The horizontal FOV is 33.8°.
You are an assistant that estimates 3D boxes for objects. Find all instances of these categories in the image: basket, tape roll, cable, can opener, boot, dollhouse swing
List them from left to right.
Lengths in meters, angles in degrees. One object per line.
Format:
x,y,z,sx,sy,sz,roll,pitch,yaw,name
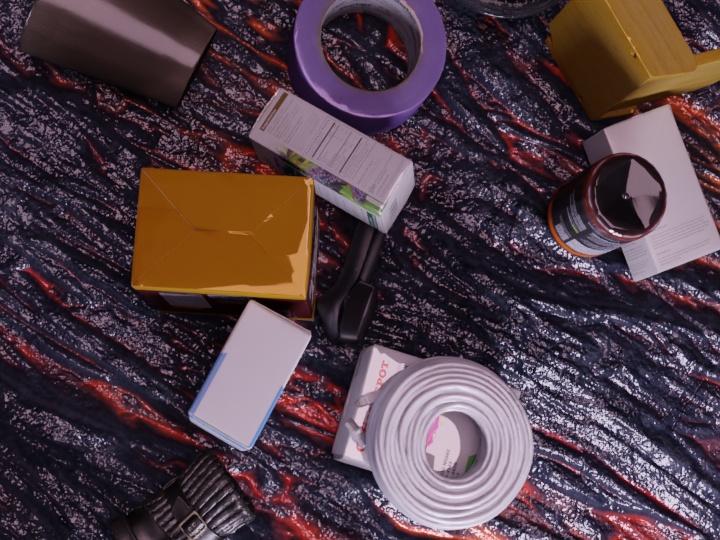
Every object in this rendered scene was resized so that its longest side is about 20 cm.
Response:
-0.288,-0.296,1.452,0.198,0.136,0.182,29,73,-8,basket
-0.183,0.337,1.402,0.157,0.079,0.213,-32,88,-13,boot
0.000,0.000,1.497,0.077,0.064,0.203,10,69,19,can opener
0.006,-0.283,1.523,0.196,0.085,0.204,1,81,-9,tape roll
0.106,0.201,1.391,0.198,0.069,0.202,-30,88,-12,cable
0.377,-0.301,1.531,0.174,0.200,0.183,-30,88,-12,dollhouse swing

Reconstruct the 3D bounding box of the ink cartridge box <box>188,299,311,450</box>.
-0.133,0.127,1.380,0.083,0.200,0.147,28,78,-3,ink cartridge box

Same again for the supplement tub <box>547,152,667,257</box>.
0.298,-0.076,1.485,0.105,0.200,0.109,1,83,-10,supplement tub

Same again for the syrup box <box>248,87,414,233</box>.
-0.035,-0.136,1.471,0.198,0.079,0.082,30,78,13,syrup box

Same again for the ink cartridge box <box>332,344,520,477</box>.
0.080,0.190,1.467,0.197,0.084,0.147,18,79,-7,ink cartridge box

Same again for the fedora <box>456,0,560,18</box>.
0.185,-0.410,1.569,0.197,0.092,0.204,1,82,-10,fedora

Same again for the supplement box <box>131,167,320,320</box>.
-0.149,-0.025,1.384,0.194,0.200,0.135,3,80,0,supplement box

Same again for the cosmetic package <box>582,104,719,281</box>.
0.385,-0.102,1.564,0.106,0.085,0.203,-18,85,-13,cosmetic package
